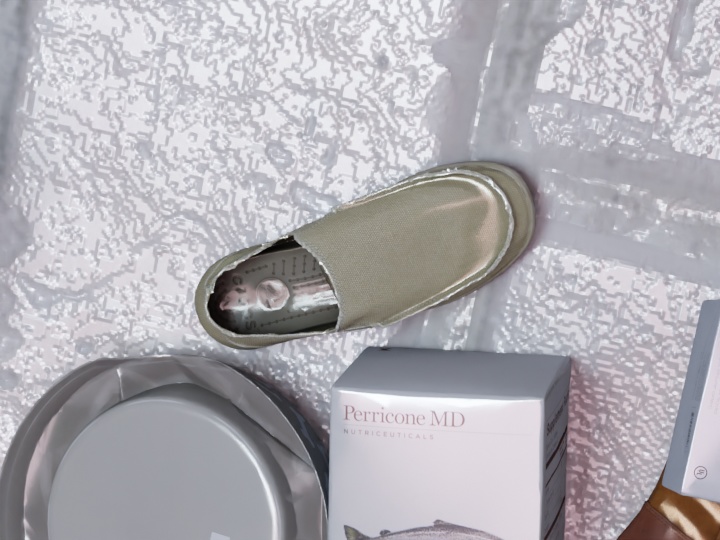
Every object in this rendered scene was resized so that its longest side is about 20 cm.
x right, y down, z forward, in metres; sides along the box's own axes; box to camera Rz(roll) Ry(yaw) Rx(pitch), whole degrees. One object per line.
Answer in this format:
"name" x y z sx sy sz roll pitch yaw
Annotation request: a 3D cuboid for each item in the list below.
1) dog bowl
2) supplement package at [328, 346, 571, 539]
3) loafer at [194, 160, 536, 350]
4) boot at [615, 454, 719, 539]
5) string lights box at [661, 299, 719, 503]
"dog bowl" -0.100 0.139 1.419 0.200 0.059 0.200 1 93 21
"supplement package" 0.048 0.149 1.381 0.117 0.117 0.200 2 100 11
"loafer" 0.000 0.000 1.388 0.200 0.068 0.076 -22 95 14
"boot" 0.238 0.145 1.386 0.188 0.068 0.200 25 94 10
"string lights box" 0.267 0.086 1.329 0.200 0.059 0.103 13 89 -3
